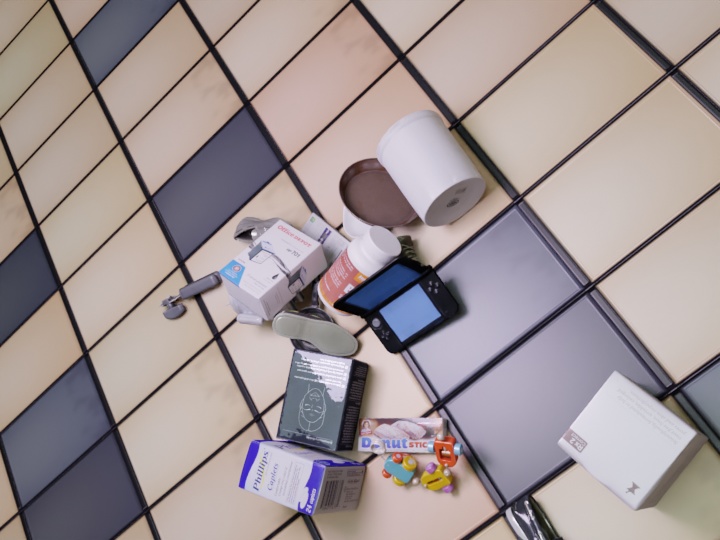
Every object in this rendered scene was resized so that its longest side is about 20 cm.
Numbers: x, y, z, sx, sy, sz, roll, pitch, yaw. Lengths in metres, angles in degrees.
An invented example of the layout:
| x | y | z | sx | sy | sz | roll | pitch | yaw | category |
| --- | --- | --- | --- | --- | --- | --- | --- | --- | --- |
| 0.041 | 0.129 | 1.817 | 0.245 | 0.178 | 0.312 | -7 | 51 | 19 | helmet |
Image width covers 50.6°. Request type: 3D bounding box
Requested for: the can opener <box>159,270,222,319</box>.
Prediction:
| x | y | z | sx | sy | sz | roll | pitch | yaw | category |
| --- | --- | --- | --- | --- | --- | --- | --- | --- | --- |
| -0.442 | 0.069 | 1.998 | 0.199 | 0.053 | 0.067 | -23 | 98 | 22 | can opener |

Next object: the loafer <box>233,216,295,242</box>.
| x | y | z | sx | sy | sz | roll | pitch | yaw | category |
| --- | --- | --- | --- | --- | --- | --- | --- | --- | --- |
| -0.237 | -0.091 | 1.893 | 0.199 | 0.070 | 0.070 | 4 | 50 | 43 | loafer |

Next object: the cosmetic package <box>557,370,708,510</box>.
| x | y | z | sx | sy | sz | roll | pitch | yaw | category |
| --- | --- | --- | --- | --- | --- | --- | --- | --- | --- |
| 0.476 | 0.297 | 1.324 | 0.165 | 0.200 | 0.165 | 40 | 97 | 31 | cosmetic package |

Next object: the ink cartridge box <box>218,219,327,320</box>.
| x | y | z | sx | sy | sz | roll | pitch | yaw | category |
| --- | --- | --- | --- | --- | --- | --- | --- | --- | --- |
| -0.197 | -0.004 | 1.739 | 0.146 | 0.086 | 0.200 | 30 | 62 | 33 | ink cartridge box |

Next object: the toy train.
| x | y | z | sx | sy | sz | roll | pitch | yaw | category |
| --- | --- | --- | --- | --- | --- | --- | --- | --- | --- |
| 0.126 | 0.378 | 1.554 | 0.199 | 0.056 | 0.151 | -4 | 116 | 29 | toy train |

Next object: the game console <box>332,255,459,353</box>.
| x | y | z | sx | sy | sz | roll | pitch | yaw | category |
| --- | --- | --- | --- | --- | --- | --- | --- | --- | --- |
| 0.076 | 0.078 | 1.610 | 0.200 | 0.116 | 0.176 | -35 | 91 | 24 | game console |

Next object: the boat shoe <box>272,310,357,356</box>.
| x | y | z | sx | sy | sz | roll | pitch | yaw | category |
| --- | --- | --- | --- | --- | --- | --- | --- | --- | --- |
| -0.101 | 0.137 | 1.731 | 0.200 | 0.061 | 0.072 | 20 | 99 | -9 | boat shoe |

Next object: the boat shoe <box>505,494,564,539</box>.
| x | y | z | sx | sy | sz | roll | pitch | yaw | category |
| --- | --- | --- | --- | --- | --- | --- | --- | --- | --- |
| 0.350 | 0.510 | 1.410 | 0.060 | 0.075 | 0.200 | -47 | 60 | 16 | boat shoe |

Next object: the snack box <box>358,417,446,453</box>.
| x | y | z | sx | sy | sz | roll | pitch | yaw | category |
| --- | --- | --- | --- | --- | --- | --- | --- | --- | --- |
| 0.088 | 0.352 | 1.628 | 0.199 | 0.024 | 0.072 | -6 | 75 | 27 | snack box |

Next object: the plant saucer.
| x | y | z | sx | sy | sz | roll | pitch | yaw | category |
| --- | --- | --- | --- | --- | --- | --- | --- | --- | --- |
| 0.046 | -0.171 | 1.735 | 0.199 | 0.035 | 0.201 | 6 | 56 | -8 | plant saucer |

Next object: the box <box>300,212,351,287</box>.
| x | y | z | sx | sy | sz | roll | pitch | yaw | category |
| --- | --- | --- | --- | --- | --- | --- | --- | --- | --- |
| -0.085 | -0.027 | 1.824 | 0.200 | 0.036 | 0.145 | 40 | 98 | 32 | box |

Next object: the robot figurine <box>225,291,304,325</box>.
| x | y | z | sx | sy | sz | roll | pitch | yaw | category |
| --- | --- | --- | --- | --- | --- | --- | --- | --- | --- |
| -0.235 | 0.060 | 1.837 | 0.199 | 0.113 | 0.170 | 3 | 48 | 29 | robot figurine |

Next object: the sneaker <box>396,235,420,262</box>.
| x | y | z | sx | sy | sz | roll | pitch | yaw | category |
| --- | --- | --- | --- | --- | --- | --- | --- | --- | --- |
| 0.092 | -0.036 | 1.706 | 0.200 | 0.067 | 0.090 | 34 | 99 | 35 | sneaker |

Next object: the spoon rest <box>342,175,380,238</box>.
| x | y | z | sx | sy | sz | roll | pitch | yaw | category |
| --- | --- | --- | --- | --- | --- | --- | --- | --- | --- |
| -0.004 | -0.164 | 1.783 | 0.099 | 0.061 | 0.201 | -24 | 56 | 23 | spoon rest |

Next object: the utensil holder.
| x | y | z | sx | sy | sz | roll | pitch | yaw | category |
| --- | --- | --- | --- | --- | --- | --- | --- | --- | --- |
| 0.155 | -0.220 | 1.667 | 0.170 | 0.170 | 0.201 | -38 | 65 | 15 | utensil holder |

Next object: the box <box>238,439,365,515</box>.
| x | y | z | sx | sy | sz | roll | pitch | yaw | category |
| --- | --- | --- | --- | --- | --- | --- | --- | --- | --- |
| -0.122 | 0.438 | 1.629 | 0.199 | 0.184 | 0.106 | 10 | 83 | 30 | box |

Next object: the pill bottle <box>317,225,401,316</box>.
| x | y | z | sx | sy | sz | roll | pitch | yaw | category |
| --- | --- | --- | --- | --- | --- | --- | --- | --- | --- |
| 0.000 | 0.000 | 1.663 | 0.200 | 0.112 | 0.113 | -50 | 56 | 35 | pill bottle |

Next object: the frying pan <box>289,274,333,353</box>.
| x | y | z | sx | sy | sz | roll | pitch | yaw | category |
| --- | --- | --- | --- | --- | --- | --- | --- | --- | --- |
| -0.122 | 0.107 | 1.785 | 0.114 | 0.031 | 0.191 | -17 | 83 | 14 | frying pan |

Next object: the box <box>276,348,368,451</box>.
| x | y | z | sx | sy | sz | roll | pitch | yaw | category |
| --- | --- | --- | --- | --- | --- | --- | --- | --- | --- |
| -0.082 | 0.286 | 1.682 | 0.148 | 0.107 | 0.201 | 8 | 80 | 21 | box |
